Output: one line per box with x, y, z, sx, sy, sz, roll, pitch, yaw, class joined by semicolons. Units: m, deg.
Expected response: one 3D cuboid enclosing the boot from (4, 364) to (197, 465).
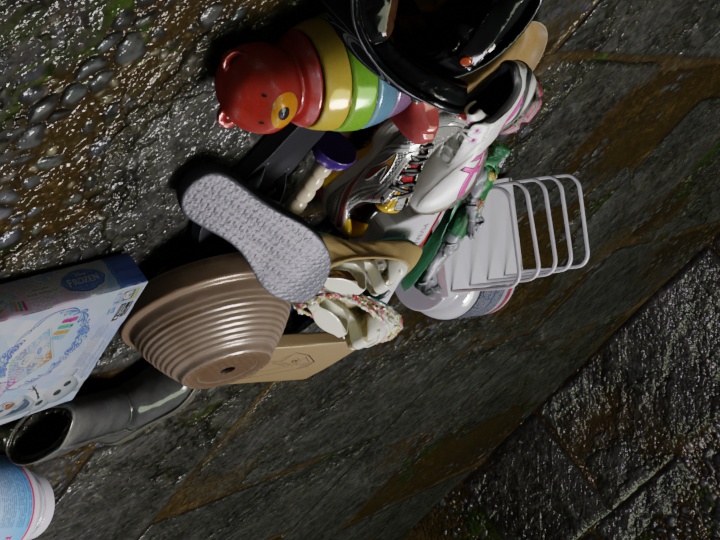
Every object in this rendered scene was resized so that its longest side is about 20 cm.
-0.281;0.148;1.509;0.182;0.073;0.200;-42;161;11;boot

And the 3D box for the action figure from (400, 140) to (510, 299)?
0.121;-0.064;1.607;0.202;0.054;0.118;-63;173;16;action figure

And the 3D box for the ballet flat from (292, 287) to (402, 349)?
-0.019;0.055;1.558;0.075;0.064;0.199;-32;140;26;ballet flat

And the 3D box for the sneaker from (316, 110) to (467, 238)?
0.041;-0.107;1.447;0.200;0.083;0.077;-39;153;31;sneaker

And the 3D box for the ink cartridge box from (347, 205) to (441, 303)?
0.046;-0.026;1.624;0.175;0.045;0.201;-23;154;-37;ink cartridge box

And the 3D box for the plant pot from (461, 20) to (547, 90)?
0.123;-0.211;1.503;0.199;0.028;0.200;-35;162;-13;plant pot

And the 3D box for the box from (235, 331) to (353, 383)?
-0.114;0.108;1.653;0.198;0.022;0.163;-1;161;-35;box

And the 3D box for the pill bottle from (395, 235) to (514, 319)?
0.129;0.007;1.887;0.120;0.120;0.199;-46;161;22;pill bottle

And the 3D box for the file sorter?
0.199;-0.051;1.780;0.123;0.141;0.199;-5;-175;37;file sorter

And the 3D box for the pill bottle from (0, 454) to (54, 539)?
-0.412;0.250;1.440;0.109;0.109;0.200;-41;162;8;pill bottle

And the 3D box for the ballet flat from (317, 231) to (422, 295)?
0.000;0.000;1.473;0.199;0.064;0.069;3;146;-45;ballet flat

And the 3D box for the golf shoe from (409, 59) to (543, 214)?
0.114;-0.151;1.483;0.201;0.073;0.092;-51;155;5;golf shoe

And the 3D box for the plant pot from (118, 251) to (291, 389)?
-0.152;0.064;1.433;0.199;0.094;0.201;-18;162;-6;plant pot

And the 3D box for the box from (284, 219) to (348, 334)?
-0.055;0.007;1.647;0.199;0.046;0.159;-35;161;-14;box

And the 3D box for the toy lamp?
-0.074;-0.061;1.434;0.058;0.058;0.201;-18;152;-47;toy lamp

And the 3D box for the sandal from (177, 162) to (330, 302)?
-0.099;-0.043;1.327;0.076;0.043;0.200;-39;127;7;sandal

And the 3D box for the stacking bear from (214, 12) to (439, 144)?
-0.032;-0.168;1.176;0.198;0.114;0.122;-14;139;-30;stacking bear

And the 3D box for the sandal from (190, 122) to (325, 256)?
-0.101;-0.081;1.351;0.200;0.043;0.076;-48;160;26;sandal

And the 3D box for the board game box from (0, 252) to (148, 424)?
-0.326;0.079;1.298;0.198;0.043;0.200;-19;154;-50;board game box

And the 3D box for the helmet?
0.061;-0.233;1.061;0.200;0.200;0.191;-44;-158;17;helmet
